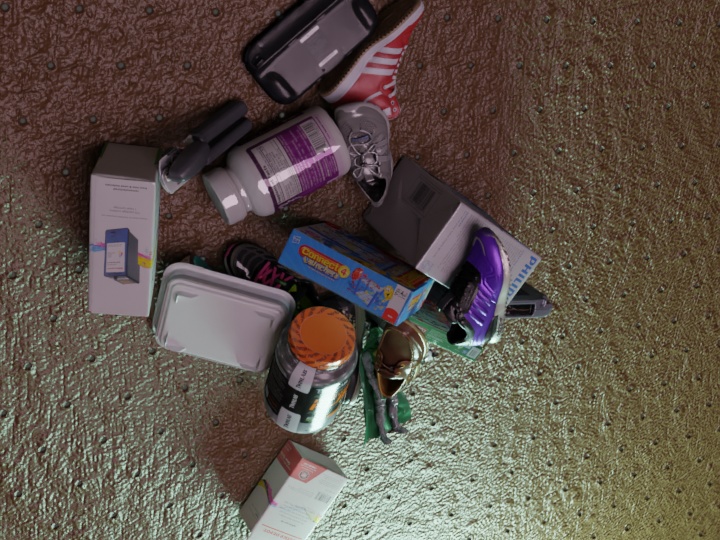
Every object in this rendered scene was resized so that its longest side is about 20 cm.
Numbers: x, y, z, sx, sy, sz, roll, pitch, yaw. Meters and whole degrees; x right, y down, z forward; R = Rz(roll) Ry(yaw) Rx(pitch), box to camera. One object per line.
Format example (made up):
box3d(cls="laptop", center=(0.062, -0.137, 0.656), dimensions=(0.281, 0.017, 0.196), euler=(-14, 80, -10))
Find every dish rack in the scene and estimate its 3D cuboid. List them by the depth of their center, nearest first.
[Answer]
box3d(cls="dish rack", center=(-0.209, 0.081, 1.561), dimensions=(0.199, 0.044, 0.172), euler=(15, 130, -8))

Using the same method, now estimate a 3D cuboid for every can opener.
box3d(cls="can opener", center=(-0.203, -0.170, 1.438), dimensions=(0.200, 0.067, 0.053), euler=(-48, 135, -43))

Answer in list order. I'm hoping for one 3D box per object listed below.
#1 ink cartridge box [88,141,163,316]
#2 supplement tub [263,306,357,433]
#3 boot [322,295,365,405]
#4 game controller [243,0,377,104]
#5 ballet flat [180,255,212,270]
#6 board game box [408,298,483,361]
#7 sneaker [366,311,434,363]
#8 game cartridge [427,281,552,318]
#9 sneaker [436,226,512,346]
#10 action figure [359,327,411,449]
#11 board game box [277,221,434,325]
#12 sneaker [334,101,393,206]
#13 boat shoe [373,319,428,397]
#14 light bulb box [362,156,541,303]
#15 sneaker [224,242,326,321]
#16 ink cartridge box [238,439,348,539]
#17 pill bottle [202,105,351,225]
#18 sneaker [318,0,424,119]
box3d(cls="ink cartridge box", center=(-0.321, -0.057, 1.433), dimensions=(0.087, 0.145, 0.201), euler=(6, 113, -9))
box3d(cls="supplement tub", center=(-0.074, 0.148, 1.564), dimensions=(0.122, 0.123, 0.200), euler=(-13, 149, -22))
box3d(cls="boot", center=(-0.070, 0.134, 1.715), dimensions=(0.150, 0.073, 0.201), euler=(-5, 113, -27))
box3d(cls="game controller", center=(-0.069, -0.330, 1.496), dimensions=(0.200, 0.042, 0.104), euler=(-41, 117, -3))
box3d(cls="ballet flat", center=(-0.221, 0.054, 1.611), dimensions=(0.067, 0.068, 0.200), euler=(-32, 122, 14))
box3d(cls="board game box", center=(0.101, 0.073, 1.725), dimensions=(0.200, 0.135, 0.029), euler=(25, 109, -41))
box3d(cls="sneaker", center=(0.046, 0.116, 1.772), dimensions=(0.090, 0.066, 0.200), euler=(-44, 128, -5))
box3d(cls="game cartridge", center=(0.209, 0.043, 1.780), dimensions=(0.199, 0.133, 0.042), euler=(0, 106, -26))
box3d(cls="sneaker", center=(0.162, 0.034, 1.549), dimensions=(0.099, 0.070, 0.201), euler=(-11, 123, -17))
box3d(cls="action figure", center=(0.037, 0.186, 1.732), dimensions=(0.118, 0.055, 0.201), euler=(-28, 117, -40))
box3d(cls="board game box", center=(0.000, 0.000, 1.560), dimensions=(0.195, 0.200, 0.056), euler=(28, 101, 9))
box3d(cls="sneaker", center=(0.014, -0.173, 1.557), dimensions=(0.074, 0.082, 0.200), euler=(-10, 147, 13))
box3d(cls="boat shoe", center=(0.058, 0.137, 1.610), dimensions=(0.068, 0.072, 0.200), euler=(-55, 164, -26))
box3d(cls="light bulb box", center=(0.143, -0.053, 1.657), dimensions=(0.200, 0.198, 0.125), euler=(29, 101, -36))
box3d(cls="sneaker", center=(-0.119, 0.026, 1.598), dimensions=(0.200, 0.087, 0.074), euler=(44, 68, -15))
box3d(cls="ink cartridge box", center=(-0.129, 0.409, 1.827), dimensions=(0.116, 0.067, 0.200), euler=(32, 95, -35))
box3d(cls="pill bottle", center=(-0.123, -0.148, 1.521), dimensions=(0.200, 0.112, 0.112), euler=(-29, 124, -12))
box3d(cls="sneaker", center=(0.042, -0.303, 1.556), dimensions=(0.200, 0.071, 0.112), euler=(-45, 123, 9))
